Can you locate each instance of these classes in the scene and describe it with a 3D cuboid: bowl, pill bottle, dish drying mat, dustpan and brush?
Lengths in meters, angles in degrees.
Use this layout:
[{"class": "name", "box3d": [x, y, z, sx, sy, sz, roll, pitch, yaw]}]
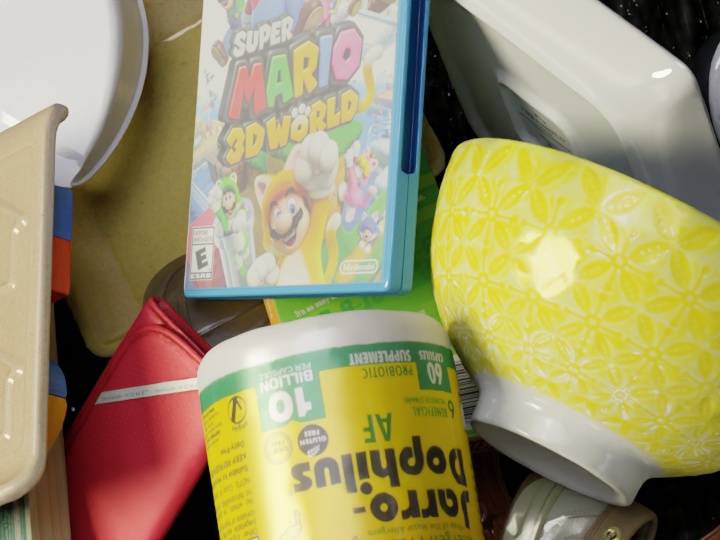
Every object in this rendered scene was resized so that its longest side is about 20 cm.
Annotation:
[{"class": "bowl", "box3d": [0.106, 0.038, 1.264, 0.200, 0.200, 0.108, 23, 79, 25]}, {"class": "pill bottle", "box3d": [-0.002, 0.126, 1.225, 0.112, 0.113, 0.201, -11, 76, 11]}, {"class": "dish drying mat", "box3d": [-0.125, 0.113, 1.360, 0.077, 0.018, 0.200, 42, 111, 28]}, {"class": "dustpan and brush", "box3d": [-0.149, -0.144, 1.477, 0.139, 0.057, 0.200, 29, 82, 15]}]

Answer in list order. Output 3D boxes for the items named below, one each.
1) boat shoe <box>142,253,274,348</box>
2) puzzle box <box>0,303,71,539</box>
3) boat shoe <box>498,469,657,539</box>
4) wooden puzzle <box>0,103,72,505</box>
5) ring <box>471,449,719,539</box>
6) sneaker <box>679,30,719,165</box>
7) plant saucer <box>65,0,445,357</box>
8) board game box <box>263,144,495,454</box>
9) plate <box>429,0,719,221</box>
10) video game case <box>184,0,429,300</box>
[{"class": "boat shoe", "box3d": [-0.034, 0.079, 1.366, 0.073, 0.065, 0.200, -34, 68, -7]}, {"class": "puzzle box", "box3d": [-0.193, 0.084, 1.405, 0.133, 0.025, 0.201, -31, 54, 39]}, {"class": "boat shoe", "box3d": [0.081, 0.188, 1.277, 0.066, 0.074, 0.201, 10, 78, 24]}, {"class": "wooden puzzle", "box3d": [-0.194, 0.038, 1.371, 0.185, 0.046, 0.201, -22, 56, 44]}, {"class": "ring", "box3d": [0.126, 0.073, 1.358, 0.200, 0.019, 0.201, -7, 64, 14]}, {"class": "sneaker", "box3d": [0.154, -0.069, 1.323, 0.112, 0.200, 0.073, 9, 84, 24]}, {"class": "plant saucer", "box3d": [-0.077, -0.070, 1.471, 0.200, 0.048, 0.200, -29, 61, 1]}, {"class": "board game box", "box3d": [0.000, 0.000, 1.357, 0.095, 0.030, 0.201, -11, 65, -14]}, {"class": "plate", "box3d": [0.094, -0.071, 1.321, 0.032, 0.200, 0.199, -42, 54, -12]}, {"class": "video game case", "box3d": [-0.024, -0.088, 1.318, 0.143, 0.018, 0.201, -2, 82, 48]}]
